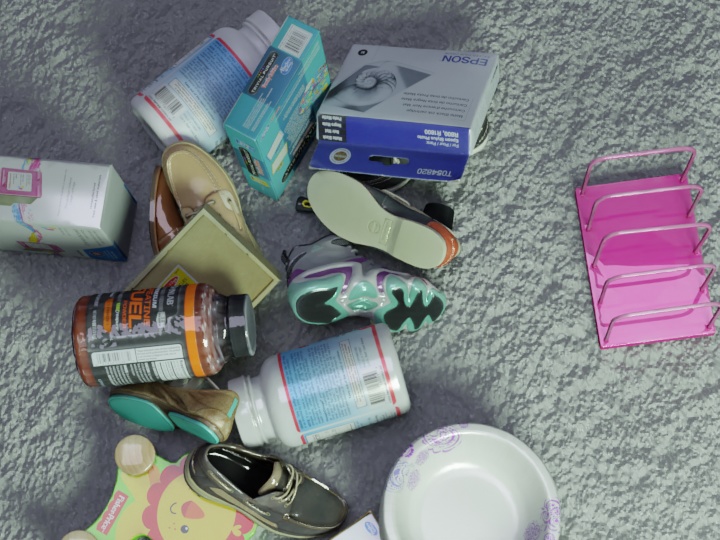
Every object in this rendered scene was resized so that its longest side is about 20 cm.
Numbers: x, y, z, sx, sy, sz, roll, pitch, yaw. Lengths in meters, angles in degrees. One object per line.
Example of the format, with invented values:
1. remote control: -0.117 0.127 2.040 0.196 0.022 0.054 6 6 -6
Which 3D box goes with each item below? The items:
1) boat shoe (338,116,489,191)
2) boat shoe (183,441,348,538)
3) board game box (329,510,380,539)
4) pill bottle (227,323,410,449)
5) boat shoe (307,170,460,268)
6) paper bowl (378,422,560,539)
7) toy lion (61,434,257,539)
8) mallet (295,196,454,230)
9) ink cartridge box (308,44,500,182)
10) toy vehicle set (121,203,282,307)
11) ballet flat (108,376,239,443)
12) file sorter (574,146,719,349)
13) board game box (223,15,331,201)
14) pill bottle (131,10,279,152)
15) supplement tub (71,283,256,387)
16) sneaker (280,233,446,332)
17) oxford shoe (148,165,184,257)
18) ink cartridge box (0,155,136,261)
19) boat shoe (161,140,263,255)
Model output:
1. boat shoe: 0.065 -0.151 1.779 0.198 0.060 0.075 -18 72 -1
2. boat shoe: -0.103 0.250 1.641 0.198 0.073 0.075 19 65 -12
3. board game box: -0.028 0.392 1.634 0.199 0.040 0.154 -32 74 -6
4. pill bottle: -0.048 0.139 1.676 0.198 0.109 0.110 -16 73 -1
5. boat shoe: 0.027 -0.061 1.722 0.198 0.062 0.072 27 111 20
6. paper bowl: 0.118 0.280 1.615 0.198 0.105 0.203 1 69 -3
7. toy lion: -0.222 0.295 1.672 0.190 0.069 0.201 30 76 4
8. mallet: 0.020 -0.072 1.774 0.198 0.041 0.067 19 77 14
9. ink cartridge box: 0.052 -0.195 1.744 0.197 0.041 0.201 6 48 18
10. toy vehicle set: -0.204 0.035 1.702 0.124 0.027 0.200 43 102 -9
11. ballet flat: -0.209 0.148 1.667 0.199 0.068 0.073 4 50 46
12. file sorter: 0.337 -0.028 1.688 0.137 0.126 0.203 -7 73 2
13. board game box: -0.094 -0.189 1.730 0.047 0.200 0.152 27 77 12
14. pill bottle: -0.176 -0.226 1.788 0.199 0.109 0.109 -40 74 -8
15. supplement tub: -0.221 0.071 1.644 0.197 0.107 0.108 -6 73 3
16. sneaker: 0.000 0.000 1.735 0.198 0.078 0.141 8 36 -23
17. oxford shoe: -0.222 -0.030 1.765 0.070 0.071 0.203 -7 84 -1
18. ink cartridge box: -0.386 -0.076 1.747 0.197 0.145 0.086 6 75 6
19. boat shoe: -0.174 -0.061 1.722 0.071 0.065 0.201 -28 103 12
